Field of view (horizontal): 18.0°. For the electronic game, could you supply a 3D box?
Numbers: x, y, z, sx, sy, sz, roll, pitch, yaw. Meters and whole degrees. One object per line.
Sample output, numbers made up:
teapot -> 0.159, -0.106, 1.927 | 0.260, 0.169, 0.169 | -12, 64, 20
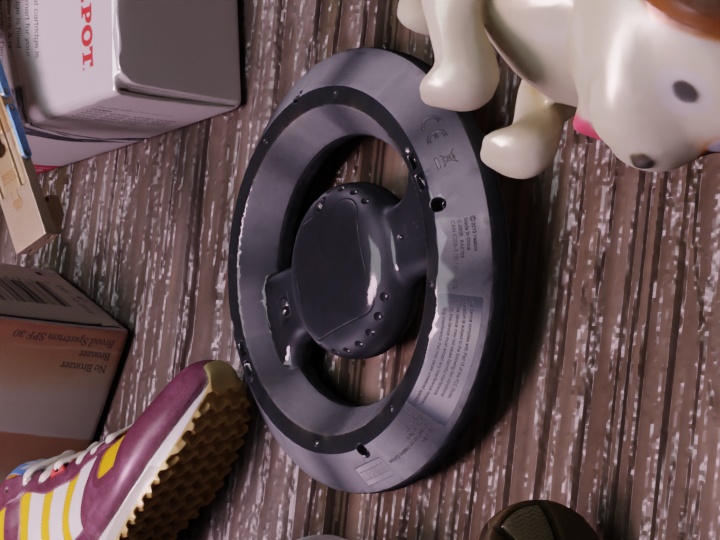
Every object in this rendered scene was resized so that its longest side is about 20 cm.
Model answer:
electronic game -> 0.000, 0.000, 1.027 | 0.199, 0.041, 0.201 | -3, 86, 54

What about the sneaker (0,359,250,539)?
sneaker -> -0.133, 0.110, 1.118 | 0.090, 0.075, 0.201 | 42, 112, 22

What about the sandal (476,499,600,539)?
sandal -> 0.067, 0.194, 0.904 | 0.055, 0.081, 0.201 | -27, 65, 60

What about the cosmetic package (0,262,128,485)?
cosmetic package -> -0.211, 0.101, 1.199 | 0.087, 0.103, 0.201 | 34, 110, 45

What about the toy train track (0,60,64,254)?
toy train track -> -0.182, -0.102, 1.128 | 0.114, 0.032, 0.201 | -32, 69, 33

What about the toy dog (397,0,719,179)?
toy dog -> 0.102, -0.117, 0.886 | 0.193, 0.140, 0.200 | -34, 50, -4

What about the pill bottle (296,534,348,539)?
pill bottle -> -0.069, 0.195, 1.021 | 0.200, 0.115, 0.117 | -32, 62, 40

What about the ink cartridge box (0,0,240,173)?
ink cartridge box -> -0.155, -0.138, 1.184 | 0.199, 0.084, 0.146 | -12, 77, 46
